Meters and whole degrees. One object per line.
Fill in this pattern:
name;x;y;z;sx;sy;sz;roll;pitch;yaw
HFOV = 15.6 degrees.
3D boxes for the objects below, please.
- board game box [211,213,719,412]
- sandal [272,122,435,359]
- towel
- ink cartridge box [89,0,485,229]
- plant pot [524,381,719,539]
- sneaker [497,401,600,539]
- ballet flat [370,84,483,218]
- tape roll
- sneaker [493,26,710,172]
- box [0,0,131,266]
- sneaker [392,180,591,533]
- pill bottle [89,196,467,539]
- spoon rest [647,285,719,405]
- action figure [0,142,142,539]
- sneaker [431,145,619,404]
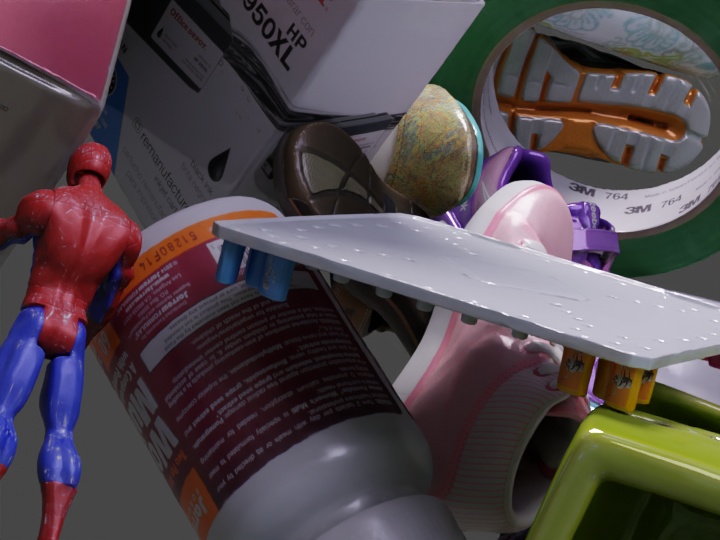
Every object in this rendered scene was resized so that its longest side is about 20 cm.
board game box;0.063;0.014;1.134;0.200;0.026;0.200;17;9;24
sandal;0.000;0.000;1.287;0.200;0.054;0.082;45;37;-50
towel;0.105;-0.178;1.562;0.171;0.048;0.200;12;15;-39
ink cartridge box;-0.049;-0.115;1.295;0.084;0.200;0.145;-3;51;-43
plant pot;0.150;0.162;1.076;0.199;0.200;0.182;21;14;3
sneaker;0.100;0.136;1.246;0.095;0.079;0.200;5;46;-35
ballet flat;0.008;-0.074;1.372;0.071;0.071;0.200;24;9;-19
tape roll;0.137;-0.092;1.432;0.200;0.201;0.048;32;35;-7
sneaker;0.104;-0.106;1.544;0.200;0.078;0.077;18;10;-18
box;-0.180;-0.116;1.243;0.109;0.128;0.200;27;36;-16
sneaker;0.081;0.045;1.255;0.200;0.104;0.075;-60;138;-29
pill bottle;-0.036;0.073;1.170;0.109;0.110;0.200;-4;52;-44
spoon rest;0.207;0.052;1.453;0.200;0.061;0.100;9;44;-36
action figure;-0.147;0.041;1.139;0.065;0.099;0.201;22;67;-23
sneaker;0.104;0.012;1.368;0.080;0.088;0.200;14;37;-53
